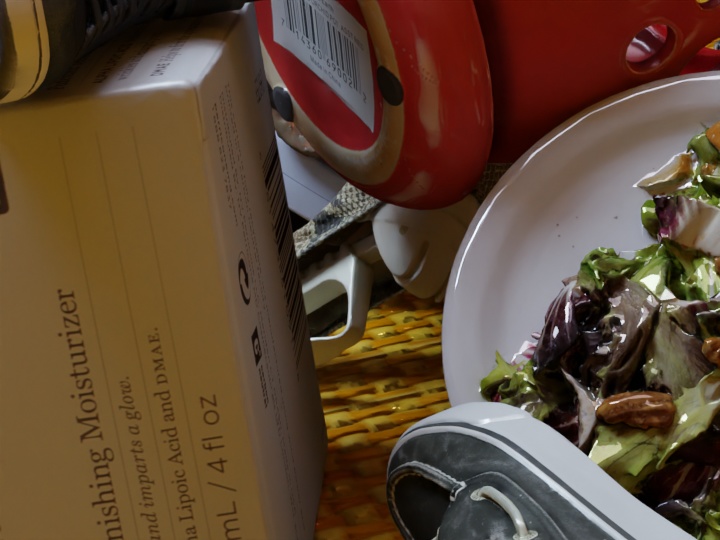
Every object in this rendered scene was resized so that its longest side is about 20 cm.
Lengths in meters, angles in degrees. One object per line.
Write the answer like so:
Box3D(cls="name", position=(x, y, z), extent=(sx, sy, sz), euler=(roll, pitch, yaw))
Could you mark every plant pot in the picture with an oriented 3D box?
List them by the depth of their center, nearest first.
Box3D(cls="plant pot", position=(0.053, -0.136, 0.813), extent=(0.182, 0.201, 0.200), euler=(-25, 21, -21))

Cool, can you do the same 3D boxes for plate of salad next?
Box3D(cls="plate of salad", position=(0.124, 0.013, 0.705), extent=(0.200, 0.201, 0.048), euler=(-6, -26, 10))

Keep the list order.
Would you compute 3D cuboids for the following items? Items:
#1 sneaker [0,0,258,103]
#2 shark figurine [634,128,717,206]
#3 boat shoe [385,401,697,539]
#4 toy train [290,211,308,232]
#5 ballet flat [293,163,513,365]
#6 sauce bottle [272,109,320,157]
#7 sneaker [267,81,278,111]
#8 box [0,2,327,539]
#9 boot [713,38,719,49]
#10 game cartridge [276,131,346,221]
Box3D(cls="sneaker", position=(-0.071, -0.111, 0.670), extent=(0.146, 0.077, 0.202), euler=(-15, 16, -10))
Box3D(cls="shark figurine", position=(0.103, 0.036, 0.846), extent=(0.089, 0.128, 0.214), euler=(20, -18, -12))
Box3D(cls="boat shoe", position=(0.049, 0.094, 0.634), extent=(0.064, 0.071, 0.200), euler=(-15, 18, -24))
Box3D(cls="toy train", position=(-0.086, -0.028, 1.131), extent=(0.115, 0.085, 0.200), euler=(-13, 13, 24))
Box3D(cls="ballet flat", position=(0.000, 0.000, 0.921), extent=(0.200, 0.068, 0.075), euler=(-33, 36, 22))
Box3D(cls="sauce bottle", position=(0.027, -0.105, 1.069), extent=(0.066, 0.066, 0.200), euler=(1, 12, 33))
Box3D(cls="sneaker", position=(0.050, -0.095, 0.943), extent=(0.200, 0.076, 0.091), euler=(-6, 24, -27))
Box3D(cls="box", position=(-0.094, 0.014, 0.754), extent=(0.130, 0.199, 0.200), euler=(-8, 16, 5))
Box3D(cls="boot", position=(0.196, -0.112, 1.117), extent=(0.203, 0.154, 0.073), euler=(-4, 16, 16))
Box3D(cls="game cartridge", position=(0.009, -0.056, 1.073), extent=(0.200, 0.041, 0.133), euler=(31, 25, 11))
